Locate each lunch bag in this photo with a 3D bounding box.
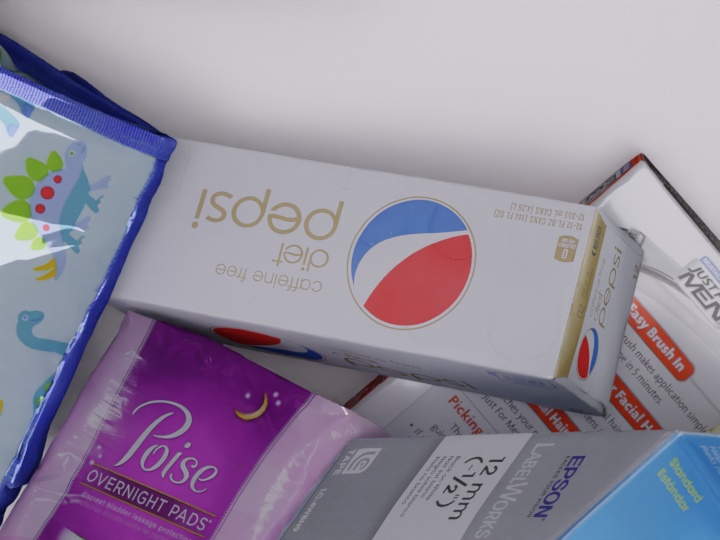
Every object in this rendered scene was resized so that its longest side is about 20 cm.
[{"bbox_3d":[-0.184,-0.018,1.116,0.200,0.127,0.170,28,98,18],"label":"lunch bag"}]

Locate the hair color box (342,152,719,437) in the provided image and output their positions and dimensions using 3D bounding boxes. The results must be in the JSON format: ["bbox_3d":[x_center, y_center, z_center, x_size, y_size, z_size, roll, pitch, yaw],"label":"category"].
[{"bbox_3d":[0.070,0.060,1.151,0.200,0.064,0.111,-40,92,8],"label":"hair color box"}]

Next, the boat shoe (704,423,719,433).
[{"bbox_3d":[0.133,0.102,1.096,0.065,0.200,0.073,-8,65,12],"label":"boat shoe"}]

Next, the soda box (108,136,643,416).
[{"bbox_3d":[0.000,0.000,1.105,0.200,0.064,0.068,10,79,24],"label":"soda box"}]

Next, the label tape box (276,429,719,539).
[{"bbox_3d":[0.083,0.126,0.989,0.066,0.200,0.143,-51,119,-30],"label":"label tape box"}]

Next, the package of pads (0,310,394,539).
[{"bbox_3d":[-0.078,0.125,1.078,0.120,0.076,0.200,21,72,32],"label":"package of pads"}]
